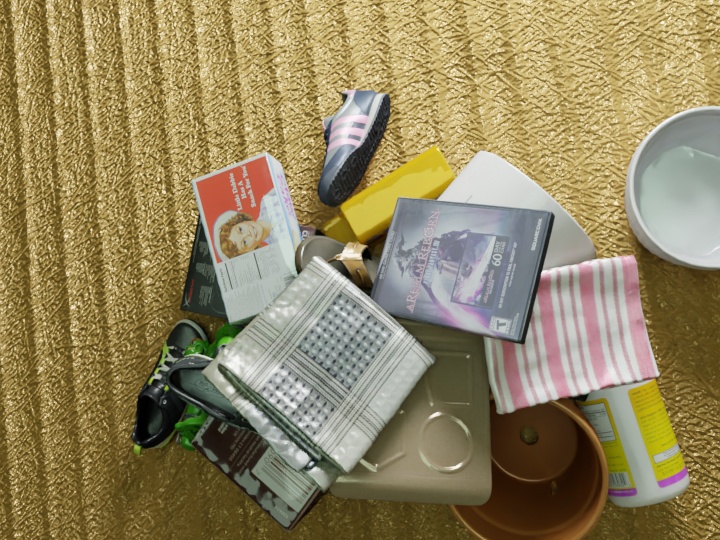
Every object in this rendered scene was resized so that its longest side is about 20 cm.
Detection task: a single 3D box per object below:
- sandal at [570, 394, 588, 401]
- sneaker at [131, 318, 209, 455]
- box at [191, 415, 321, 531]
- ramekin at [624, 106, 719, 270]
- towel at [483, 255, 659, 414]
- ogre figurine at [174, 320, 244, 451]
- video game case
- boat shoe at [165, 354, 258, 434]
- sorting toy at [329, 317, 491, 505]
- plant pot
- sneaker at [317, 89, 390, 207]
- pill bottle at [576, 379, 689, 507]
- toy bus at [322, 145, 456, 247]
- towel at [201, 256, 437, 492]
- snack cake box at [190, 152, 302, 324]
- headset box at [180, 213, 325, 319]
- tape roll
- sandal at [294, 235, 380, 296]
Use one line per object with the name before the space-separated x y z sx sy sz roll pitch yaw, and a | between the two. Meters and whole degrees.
sandal | 0.212 0.111 0.922 0.198 0.075 0.049 23 92 38
sneaker | -0.277 0.170 1.020 0.070 0.083 0.204 17 88 10
box | -0.084 0.201 0.925 0.163 0.200 0.167 37 91 10
ramekin | 0.438 -0.099 0.910 0.196 0.105 0.205 -1 85 9
towel | 0.233 0.070 0.795 0.196 0.030 0.149 -10 86 -10
ogre figurine | -0.201 0.151 0.968 0.096 0.121 0.202 7 131 0
video game case | 0.108 -0.006 0.795 0.197 0.019 0.145 10 78 35
boat shoe | -0.133 0.144 0.803 0.196 0.066 0.076 22 88 11
sorting toy | 0.058 0.159 0.809 0.181 0.037 0.204 5 72 -5
plant pot | 0.209 0.230 0.888 0.196 0.140 0.204 3 99 19
sneaker | -0.027 -0.176 0.995 0.081 0.071 0.202 17 59 19
pill bottle | 0.338 0.188 0.903 0.102 0.104 0.204 -17 83 8
toy bus | 0.039 -0.090 0.990 0.198 0.078 0.066 -32 81 6
towel | -0.044 0.107 0.774 0.192 0.035 0.200 40 70 7
snack cake box | -0.141 -0.040 0.946 0.113 0.067 0.204 -18 82 10
headset box | -0.143 0.003 1.015 0.196 0.077 0.152 10 87 9
tape roll | 0.180 -0.033 0.900 0.202 0.203 0.139 43 92 10
sandal | 0.000 0.000 0.942 0.054 0.198 0.083 -34 45 43
